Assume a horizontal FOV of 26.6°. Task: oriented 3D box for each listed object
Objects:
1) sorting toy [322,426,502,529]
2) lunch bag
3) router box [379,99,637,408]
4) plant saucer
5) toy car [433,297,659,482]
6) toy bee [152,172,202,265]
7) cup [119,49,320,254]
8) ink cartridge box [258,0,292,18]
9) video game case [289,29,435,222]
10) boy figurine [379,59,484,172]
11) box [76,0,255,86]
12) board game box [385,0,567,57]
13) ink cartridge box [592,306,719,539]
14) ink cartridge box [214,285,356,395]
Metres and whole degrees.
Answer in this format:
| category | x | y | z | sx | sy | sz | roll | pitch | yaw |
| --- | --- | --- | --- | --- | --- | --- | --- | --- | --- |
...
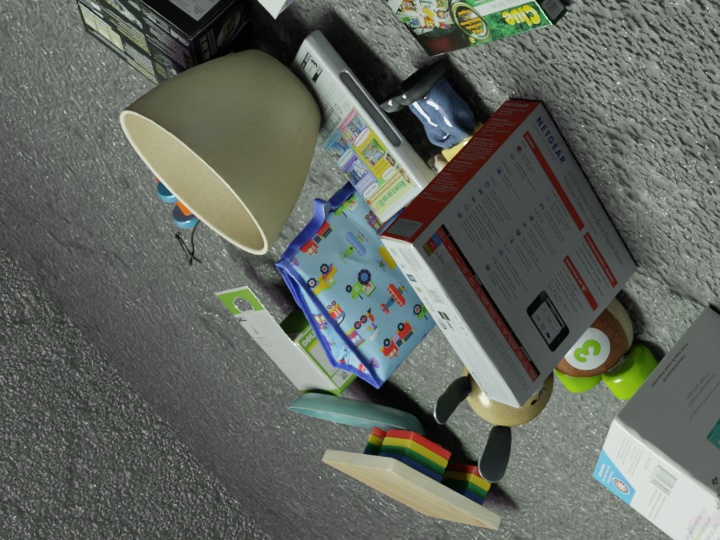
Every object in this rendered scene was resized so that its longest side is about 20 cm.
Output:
| category | x | y | z | sx | sy | sz | roll | pitch | yaw |
| --- | --- | --- | --- | --- | --- | --- | --- | --- | --- |
| sorting toy | 0.080 | 0.283 | 2.144 | 0.199 | 0.070 | 0.198 | 31 | 164 | -25 |
| lunch bag | 0.000 | 0.000 | 1.669 | 0.094 | 0.151 | 0.201 | 20 | 150 | 49 |
| router box | 0.135 | -0.014 | 1.334 | 0.049 | 0.180 | 0.201 | 13 | 144 | 54 |
| plant saucer | -0.002 | 0.202 | 2.147 | 0.198 | 0.028 | 0.200 | 12 | 170 | 2 |
| toy car | 0.159 | 0.099 | 1.481 | 0.165 | 0.200 | 0.157 | 50 | 160 | -19 |
| toy bee | -0.202 | -0.097 | 1.985 | 0.201 | 0.108 | 0.131 | 63 | 178 | 25 |
| cup | -0.123 | -0.137 | 1.538 | 0.200 | 0.143 | 0.201 | 39 | 166 | 12 |
| ink cartridge box | -0.087 | -0.292 | 1.342 | 0.109 | 0.050 | 0.200 | 45 | 173 | -6 |
| video game case | -0.008 | -0.140 | 1.536 | 0.183 | 0.022 | 0.200 | 52 | 167 | -1 |
| boy figurine | 0.103 | -0.096 | 1.406 | 0.201 | 0.064 | 0.124 | 53 | 158 | -14 |
| box | -0.211 | -0.276 | 1.626 | 0.199 | 0.086 | 0.164 | 37 | 159 | 19 |
| board game box | 0.079 | -0.230 | 1.240 | 0.105 | 0.023 | 0.199 | 53 | 160 | -17 |
| ink cartridge box | 0.335 | 0.169 | 1.355 | 0.199 | 0.146 | 0.147 | 38 | 159 | 17 |
| ink cartridge box | -0.094 | 0.078 | 2.130 | 0.200 | 0.076 | 0.148 | 50 | 160 | -12 |
